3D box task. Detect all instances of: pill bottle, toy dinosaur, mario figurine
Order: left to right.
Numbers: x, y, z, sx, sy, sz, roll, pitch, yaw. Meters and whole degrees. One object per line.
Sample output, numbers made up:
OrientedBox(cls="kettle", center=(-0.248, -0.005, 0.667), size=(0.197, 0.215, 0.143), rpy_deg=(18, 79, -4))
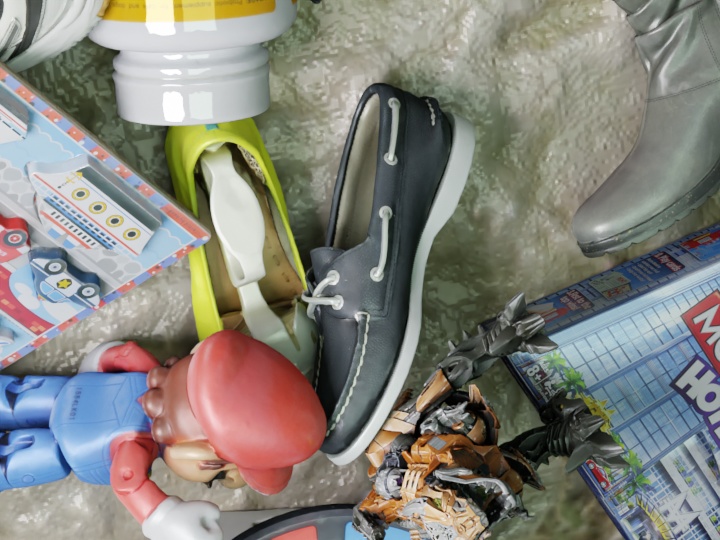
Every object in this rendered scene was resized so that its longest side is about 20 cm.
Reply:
OrientedBox(cls="mario figurine", center=(-0.111, 0.093, 1.445), size=(0.200, 0.106, 0.124), rpy_deg=(-6, 84, 18))
OrientedBox(cls="pill bottle", center=(-0.087, -0.176, 1.399), size=(0.109, 0.109, 0.200), rpy_deg=(-5, 104, -13))
OrientedBox(cls="toy dinosaur", center=(0.046, 0.083, 1.439), size=(0.136, 0.200, 0.102), rpy_deg=(-34, 126, -4))

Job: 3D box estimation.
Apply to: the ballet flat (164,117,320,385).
OrientedBox(cls="ballet flat", center=(-0.056, 0.008, 1.481), size=(0.067, 0.067, 0.200), rpy_deg=(-19, 109, -9))

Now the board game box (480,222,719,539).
OrientedBox(cls="board game box", center=(0.203, 0.056, 1.562), size=(0.200, 0.062, 0.200), rpy_deg=(-36, 110, -2))

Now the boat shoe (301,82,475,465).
OrientedBox(cls="boat shoe", center=(0.000, 0.000, 1.467), size=(0.060, 0.076, 0.200), rpy_deg=(25, 66, -23))

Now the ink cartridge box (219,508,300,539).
OrientedBox(cls="ink cartridge box", center=(-0.036, 0.237, 1.539), size=(0.146, 0.083, 0.200), rpy_deg=(-2, 105, -13))

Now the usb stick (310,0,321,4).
OrientedBox(cls="usb stick", center=(0.021, -0.228, 1.456), size=(0.055, 0.033, 0.200), rpy_deg=(35, 94, -28))

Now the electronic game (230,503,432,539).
OrientedBox(cls="electronic game", center=(-0.014, 0.217, 1.473), size=(0.200, 0.042, 0.200), rpy_deg=(-3, 104, -13))

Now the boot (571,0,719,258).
OrientedBox(cls="boot", center=(0.160, -0.112, 1.512), size=(0.200, 0.068, 0.131), rpy_deg=(-42, 106, -8))

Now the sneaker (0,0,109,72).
OrientedBox(cls="sneaker", center=(-0.216, -0.105, 1.370), size=(0.200, 0.088, 0.076), rpy_deg=(-40, 70, 24))

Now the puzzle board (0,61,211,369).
OrientedBox(cls="puzzle board", center=(-0.190, -0.025, 1.395), size=(0.151, 0.017, 0.200), rpy_deg=(-30, 138, 19))
